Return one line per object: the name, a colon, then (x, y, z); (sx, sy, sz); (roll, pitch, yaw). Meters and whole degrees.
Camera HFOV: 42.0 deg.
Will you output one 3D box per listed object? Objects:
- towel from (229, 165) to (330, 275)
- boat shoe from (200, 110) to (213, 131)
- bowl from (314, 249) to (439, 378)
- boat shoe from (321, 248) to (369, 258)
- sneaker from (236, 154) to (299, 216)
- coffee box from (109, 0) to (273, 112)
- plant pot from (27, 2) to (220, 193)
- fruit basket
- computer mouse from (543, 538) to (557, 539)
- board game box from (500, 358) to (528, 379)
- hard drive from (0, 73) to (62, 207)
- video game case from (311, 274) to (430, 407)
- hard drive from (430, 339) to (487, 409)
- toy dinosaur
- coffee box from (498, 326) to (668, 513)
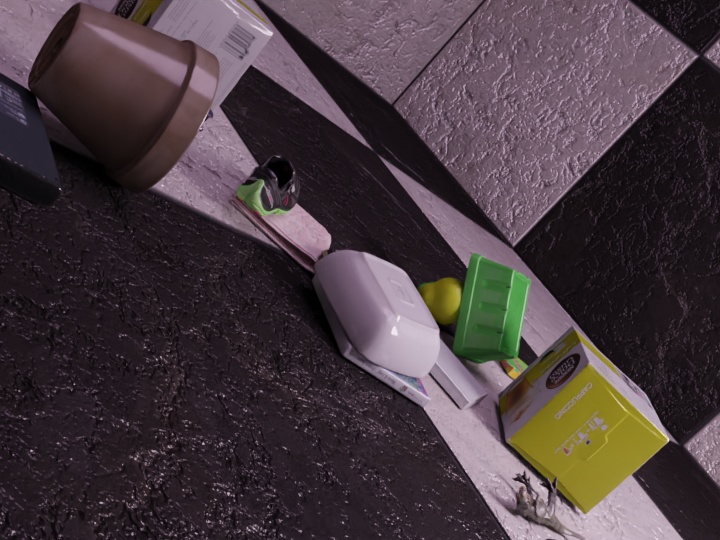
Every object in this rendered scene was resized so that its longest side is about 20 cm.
towel: (-0.125, -0.086, 1.573); (0.191, 0.032, 0.200); (43, 15, -11)
boat shoe: (-0.318, -0.298, 1.528); (0.093, 0.075, 0.199); (44, 11, 33)
bowl: (0.037, 0.056, 1.416); (0.199, 0.074, 0.202); (24, 31, -51)
boat shoe: (0.000, 0.000, 1.560); (0.200, 0.064, 0.074); (30, 35, -62)
sneaker: (-0.127, -0.137, 1.485); (0.077, 0.084, 0.200); (43, 16, -2)
coffee box: (-0.316, -0.455, 1.731); (0.199, 0.200, 0.199); (29, 20, -42)
plant pot: (-0.295, -0.223, 1.135); (0.173, 0.200, 0.201); (32, 18, -34)
fruit basket: (0.214, 0.073, 1.854); (0.155, 0.216, 0.216); (23, 25, -55)
computer mouse: (0.225, 0.390, 1.229); (0.199, 0.034, 0.059); (14, 52, -56)
board game box: (0.370, 0.237, 2.075); (0.199, 0.030, 0.096); (41, 13, -26)
hard drive: (-0.397, -0.162, 1.005); (0.139, 0.033, 0.201); (32, 19, -43)
video game case: (0.014, 0.105, 1.443); (0.181, 0.024, 0.201); (36, 15, -33)
hard drive: (0.135, 0.154, 1.643); (0.201, 0.026, 0.132); (49, 15, 15)
toy dinosaur: (0.280, 0.356, 1.439); (0.199, 0.047, 0.089); (34, 31, -38)
coffee box: (0.387, 0.260, 1.665); (0.200, 0.200, 0.198); (43, 14, -7)
